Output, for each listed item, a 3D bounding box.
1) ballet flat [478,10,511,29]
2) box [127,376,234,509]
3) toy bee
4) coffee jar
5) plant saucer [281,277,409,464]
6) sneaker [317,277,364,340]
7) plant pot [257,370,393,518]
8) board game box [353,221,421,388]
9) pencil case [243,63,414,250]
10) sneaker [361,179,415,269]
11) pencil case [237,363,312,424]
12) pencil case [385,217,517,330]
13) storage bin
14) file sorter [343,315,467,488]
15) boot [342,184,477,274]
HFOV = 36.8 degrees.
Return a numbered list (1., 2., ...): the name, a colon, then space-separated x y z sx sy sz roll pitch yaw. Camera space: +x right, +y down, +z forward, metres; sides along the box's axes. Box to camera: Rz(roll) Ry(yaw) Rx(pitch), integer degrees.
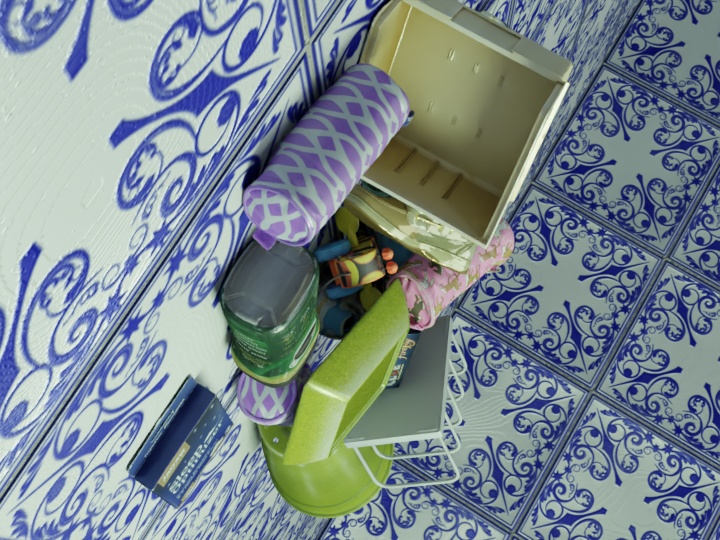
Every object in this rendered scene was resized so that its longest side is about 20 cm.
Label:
1. ballet flat: 0.157 -0.303 1.460 0.200 0.067 0.076 -50 146 -37
2. box: -0.196 0.197 1.208 0.122 0.032 0.200 -57 168 -15
3. toy bee: 0.000 0.000 1.332 0.201 0.108 0.132 -79 150 -53
4. coffee jar: -0.093 0.050 1.147 0.105 0.085 0.200 -59 169 -23
5. plant saucer: -0.008 0.137 1.326 0.200 0.048 0.201 -47 164 -37
6. sneaker: -0.037 0.058 1.450 0.077 0.080 0.200 -62 171 6
7. plant pot: -0.063 0.237 1.574 0.201 0.199 0.193 -57 157 -16
8. board game box: 0.026 0.041 1.474 0.136 0.034 0.202 107 -27 -51
9. pencil case: -0.031 -0.112 1.032 0.200 0.084 0.085 -52 -170 -32
10. sneaker: 0.036 -0.087 1.352 0.130 0.079 0.203 -29 124 -65
11. pencil case: -0.096 0.155 1.383 0.200 0.083 0.087 44 57 -79
12. pencil case: 0.117 -0.004 1.396 0.199 0.087 0.083 -36 170 -38
13. storage bin: 0.095 -0.165 1.137 0.094 0.199 0.200 -50 166 -45
14. file sorter: 0.073 0.188 1.531 0.201 0.137 0.125 -80 153 -42
15. boot: 0.084 -0.099 1.268 0.157 0.199 0.073 -62 -148 4
